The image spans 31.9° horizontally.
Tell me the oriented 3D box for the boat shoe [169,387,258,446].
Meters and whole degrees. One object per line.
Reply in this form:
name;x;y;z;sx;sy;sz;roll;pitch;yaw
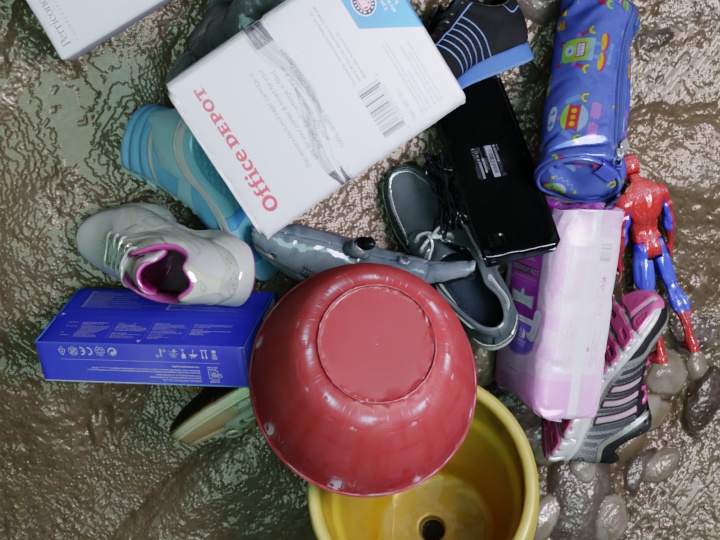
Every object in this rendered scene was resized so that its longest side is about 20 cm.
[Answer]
boat shoe;-0.078;0.110;1.130;0.199;0.073;0.064;-31;102;2

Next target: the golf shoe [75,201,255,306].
golf shoe;-0.189;-0.015;1.114;0.198;0.091;0.077;12;104;31

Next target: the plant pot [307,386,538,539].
plant pot;0.062;0.219;1.143;0.197;0.189;0.204;-3;65;6

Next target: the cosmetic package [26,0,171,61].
cosmetic package;-0.203;-0.280;1.119;0.198;0.071;0.102;-32;101;-1

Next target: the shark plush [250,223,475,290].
shark plush;0.000;0.000;1.124;0.197;0.084;0.092;17;60;17

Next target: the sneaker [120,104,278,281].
sneaker;-0.147;-0.079;1.161;0.080;0.129;0.201;-51;139;-28

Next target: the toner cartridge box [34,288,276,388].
toner cartridge box;-0.179;0.059;1.126;0.197;0.095;0.044;1;118;16

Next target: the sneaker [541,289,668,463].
sneaker;0.254;0.110;1.226;0.086;0.074;0.202;18;113;-18

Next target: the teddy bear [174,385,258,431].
teddy bear;-0.086;0.086;1.199;0.197;0.067;0.147;0;94;2

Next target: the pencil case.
pencil case;0.209;-0.159;1.140;0.078;0.086;0.203;32;59;-41

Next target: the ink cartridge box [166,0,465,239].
ink cartridge box;-0.038;-0.146;1.023;0.199;0.084;0.146;-34;103;-1

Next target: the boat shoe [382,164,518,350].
boat shoe;0.083;-0.020;1.170;0.072;0.062;0.202;-31;77;2

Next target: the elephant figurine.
elephant figurine;-0.046;-0.183;1.133;0.154;0.143;0.200;-34;120;28

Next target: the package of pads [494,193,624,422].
package of pads;0.184;0.031;1.187;0.075;0.120;0.203;3;99;-18

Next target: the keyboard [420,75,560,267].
keyboard;0.107;-0.088;1.162;0.102;0.040;0.202;-10;59;-8

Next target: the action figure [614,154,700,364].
action figure;0.282;-0.014;1.231;0.064;0.052;0.203;-15;101;-9

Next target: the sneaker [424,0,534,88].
sneaker;0.075;-0.201;1.139;0.199;0.070;0.079;-28;105;-37

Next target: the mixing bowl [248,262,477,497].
mixing bowl;0.007;0.074;1.021;0.197;0.109;0.203;2;71;-5
